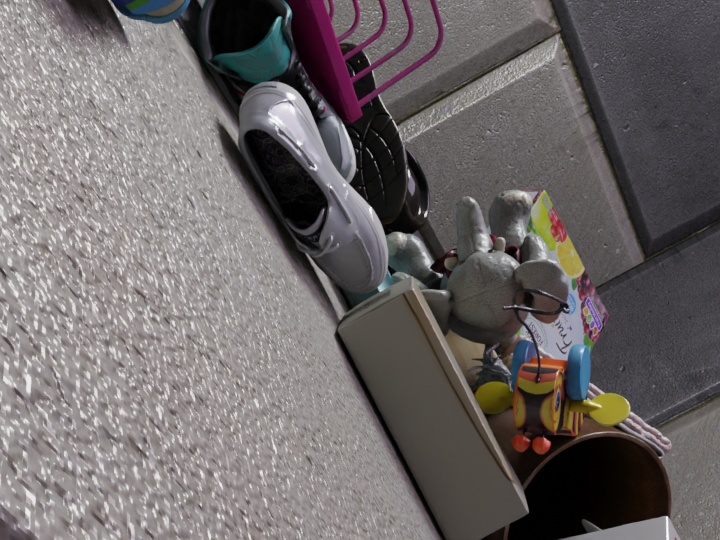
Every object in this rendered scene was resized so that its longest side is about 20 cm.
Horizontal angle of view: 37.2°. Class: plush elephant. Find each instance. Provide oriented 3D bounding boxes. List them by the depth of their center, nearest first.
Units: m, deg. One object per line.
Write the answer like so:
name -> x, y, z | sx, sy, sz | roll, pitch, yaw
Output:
plush elephant -> 0.109, 0.006, 0.994 | 0.155, 0.162, 0.203 | 81, -4, -69

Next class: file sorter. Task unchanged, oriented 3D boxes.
file sorter -> -0.036, -0.249, 0.989 | 0.199, 0.125, 0.140 | 31, -31, 50

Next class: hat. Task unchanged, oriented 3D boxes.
hat -> 0.033, -0.100, 1.292 | 0.200, 0.080, 0.203 | 33, 45, -41

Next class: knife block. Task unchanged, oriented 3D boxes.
knife block -> 0.083, 0.057, 1.143 | 0.200, 0.063, 0.178 | 130, -58, -79

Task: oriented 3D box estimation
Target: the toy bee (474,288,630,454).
toy bee -> 0.151, 0.110, 0.922 | 0.199, 0.130, 0.110 | 34, 60, -40

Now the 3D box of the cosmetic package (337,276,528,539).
cosmetic package -> 0.059, 0.113, 0.881 | 0.202, 0.072, 0.104 | 61, 5, -4

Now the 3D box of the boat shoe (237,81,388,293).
boat shoe -> -0.036, -0.049, 0.834 | 0.069, 0.071, 0.202 | -75, 149, -49

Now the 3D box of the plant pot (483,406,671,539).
plant pot -> 0.180, 0.215, 1.089 | 0.188, 0.186, 0.200 | 59, -10, -24

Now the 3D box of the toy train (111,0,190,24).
toy train -> -0.152, -0.235, 0.589 | 0.202, 0.084, 0.116 | 62, -5, 0

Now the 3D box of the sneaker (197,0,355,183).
sneaker -> -0.071, -0.159, 0.889 | 0.201, 0.083, 0.121 | 55, 0, 5

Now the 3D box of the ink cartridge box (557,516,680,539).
ink cartridge box -> 0.231, 0.319, 0.921 | 0.129, 0.124, 0.201 | 58, 27, -25

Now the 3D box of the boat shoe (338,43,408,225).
boat shoe -> 0.003, -0.143, 1.156 | 0.074, 0.074, 0.203 | 99, -21, -74

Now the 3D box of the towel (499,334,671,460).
towel -> 0.222, 0.171, 1.178 | 0.199, 0.032, 0.192 | 36, -26, 8

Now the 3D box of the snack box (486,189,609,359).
snack box -> 0.195, 0.033, 1.192 | 0.053, 0.143, 0.201 | 4, -42, 47

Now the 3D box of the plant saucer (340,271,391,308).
plant saucer -> 0.000, 0.000, 1.052 | 0.202, 0.036, 0.200 | 62, 6, -11
